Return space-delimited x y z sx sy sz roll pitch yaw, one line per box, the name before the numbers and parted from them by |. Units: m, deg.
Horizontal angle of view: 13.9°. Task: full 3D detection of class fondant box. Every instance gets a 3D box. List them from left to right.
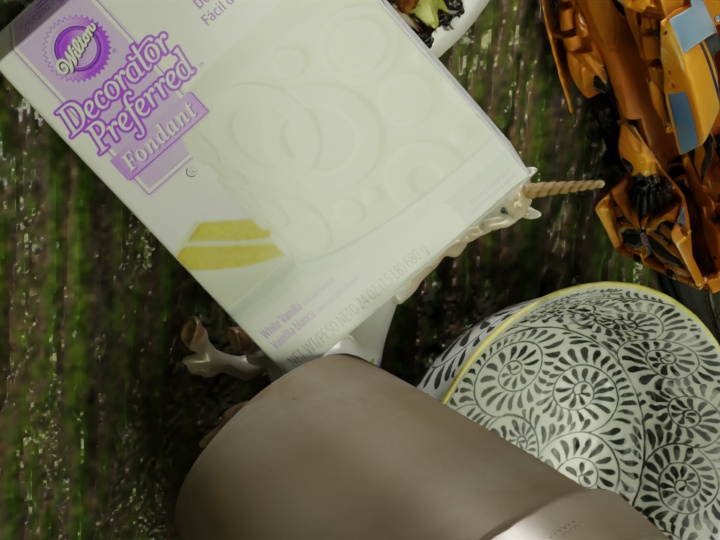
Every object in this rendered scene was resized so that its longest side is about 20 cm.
fondant box | -0.044 -0.072 1.304 0.144 0.058 0.200 -41 108 7

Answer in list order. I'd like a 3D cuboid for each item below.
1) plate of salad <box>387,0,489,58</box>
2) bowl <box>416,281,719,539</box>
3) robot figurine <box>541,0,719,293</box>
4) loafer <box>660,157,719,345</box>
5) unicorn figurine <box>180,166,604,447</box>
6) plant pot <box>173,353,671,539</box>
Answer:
plate of salad | -0.003 -0.168 1.341 0.199 0.048 0.201 -12 117 -26
bowl | 0.086 0.093 1.473 0.200 0.094 0.202 -9 108 -30
robot figurine | 0.141 -0.076 1.410 0.058 0.145 0.201 -28 116 -20
loafer | 0.194 -0.024 1.504 0.073 0.072 0.201 -29 124 -17
unicorn figurine | 0.000 0.000 1.412 0.137 0.074 0.200 14 120 -34
plant pot | 0.014 0.136 1.306 0.200 0.174 0.200 -36 156 -19
